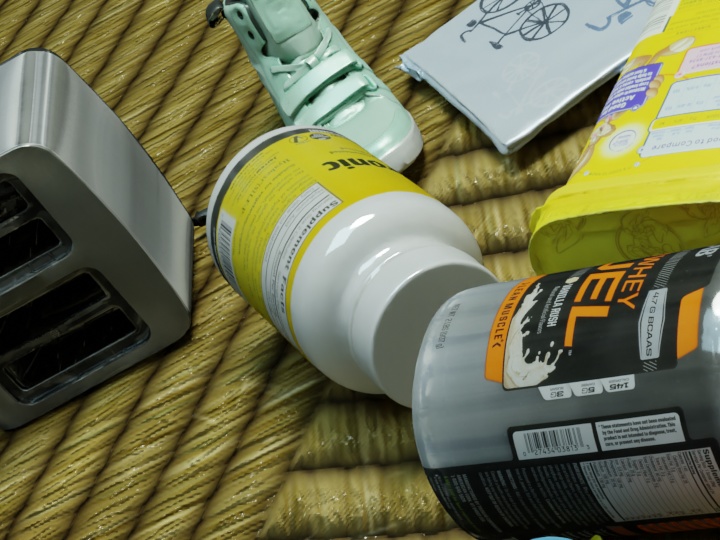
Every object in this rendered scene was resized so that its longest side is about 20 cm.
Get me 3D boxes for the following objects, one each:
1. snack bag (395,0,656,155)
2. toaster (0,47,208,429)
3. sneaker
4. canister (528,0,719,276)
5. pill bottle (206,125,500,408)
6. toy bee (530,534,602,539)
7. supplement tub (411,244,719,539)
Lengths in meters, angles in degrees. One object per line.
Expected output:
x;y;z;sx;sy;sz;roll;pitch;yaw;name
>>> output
0.134;-0.154;1.303;0.200;0.021;0.189;-37;31;-3;snack bag
-0.205;-0.020;1.303;0.199;0.181;0.119;-28;35;14;toaster
-0.035;-0.126;1.334;0.074;0.118;0.200;-36;33;-4;sneaker
0.188;-0.068;1.079;0.148;0.087;0.200;-6;41;38;canister
0.000;0.000;1.142;0.111;0.111;0.200;-40;32;-7;pill bottle
0.075;0.164;0.886;0.199;0.109;0.131;15;45;22;toy bee
0.133;0.054;0.933;0.199;0.123;0.123;-11;39;34;supplement tub
